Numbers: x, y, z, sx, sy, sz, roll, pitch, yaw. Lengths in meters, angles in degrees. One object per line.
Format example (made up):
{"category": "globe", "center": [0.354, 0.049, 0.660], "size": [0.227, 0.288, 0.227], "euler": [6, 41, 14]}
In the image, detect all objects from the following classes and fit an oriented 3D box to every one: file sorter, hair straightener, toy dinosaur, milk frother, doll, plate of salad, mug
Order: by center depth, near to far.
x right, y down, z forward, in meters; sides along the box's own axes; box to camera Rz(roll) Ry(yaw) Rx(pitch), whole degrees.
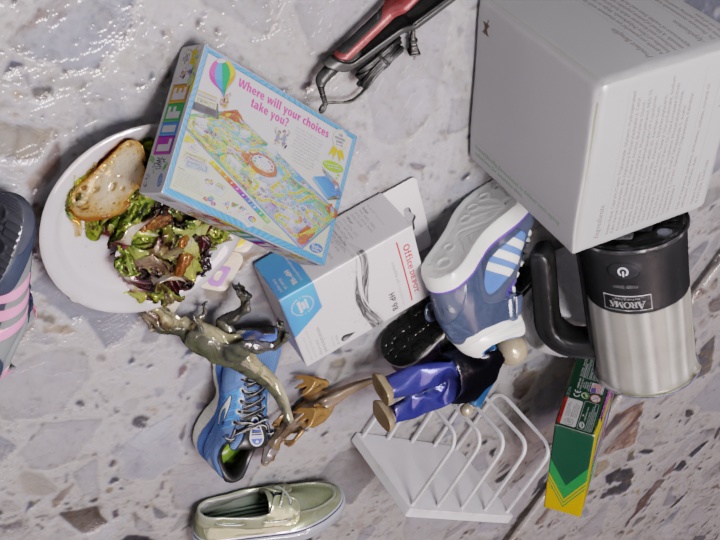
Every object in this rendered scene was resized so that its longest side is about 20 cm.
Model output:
{"category": "plate of salad", "center": [-0.188, -0.038, 0.950], "size": [0.200, 0.048, 0.200], "euler": [-20, 132, -23]}
{"category": "hair straightener", "center": [0.036, -0.214, 0.980], "size": [0.200, 0.041, 0.077], "euler": [-46, 138, 0]}
{"category": "toy dinosaur", "center": [-0.124, 0.071, 1.067], "size": [0.200, 0.047, 0.088], "euler": [37, 103, -18]}
{"category": "milk frother", "center": [0.300, 0.001, 1.163], "size": [0.200, 0.180, 0.189], "euler": [-39, 128, -36]}
{"category": "doll", "center": [0.111, 0.118, 1.221], "size": [0.200, 0.048, 0.137], "euler": [-18, 127, -22]}
{"category": "toy dinosaur", "center": [-0.045, 0.156, 1.244], "size": [0.200, 0.060, 0.106], "euler": [-31, 161, -2]}
{"category": "mug", "center": [0.282, 0.047, 1.313], "size": [0.175, 0.148, 0.200], "euler": [-13, 152, -16]}
{"category": "file sorter", "center": [0.121, 0.226, 1.347], "size": [0.200, 0.139, 0.125], "euler": [15, 113, -42]}

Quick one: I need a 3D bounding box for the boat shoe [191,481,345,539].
{"category": "boat shoe", "center": [-0.109, 0.298, 1.295], "size": [0.200, 0.072, 0.062], "euler": [-12, 134, -23]}

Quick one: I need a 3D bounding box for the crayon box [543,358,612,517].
{"category": "crayon box", "center": [0.305, 0.201, 1.430], "size": [0.200, 0.058, 0.173], "euler": [-59, 157, -44]}

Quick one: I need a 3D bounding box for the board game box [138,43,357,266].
{"category": "board game box", "center": [-0.094, -0.097, 0.947], "size": [0.200, 0.034, 0.135], "euler": [26, 75, -44]}

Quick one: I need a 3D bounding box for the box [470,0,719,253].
{"category": "box", "center": [0.233, -0.166, 1.043], "size": [0.171, 0.199, 0.200], "euler": [-18, 134, -21]}

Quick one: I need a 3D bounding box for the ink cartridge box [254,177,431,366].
{"category": "ink cartridge box", "center": [0.000, 0.000, 1.120], "size": [0.200, 0.067, 0.116], "euler": [-30, 137, -11]}

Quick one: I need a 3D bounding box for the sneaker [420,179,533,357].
{"category": "sneaker", "center": [0.151, 0.002, 1.167], "size": [0.200, 0.080, 0.147], "euler": [-49, 127, -30]}

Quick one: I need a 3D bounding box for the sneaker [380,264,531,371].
{"category": "sneaker", "center": [0.121, 0.059, 1.262], "size": [0.200, 0.076, 0.088], "euler": [-33, 145, 5]}

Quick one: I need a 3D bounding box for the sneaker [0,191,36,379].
{"category": "sneaker", "center": [-0.318, 0.017, 0.928], "size": [0.082, 0.070, 0.200], "euler": [-8, 132, -57]}

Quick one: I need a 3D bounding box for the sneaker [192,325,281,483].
{"category": "sneaker", "center": [-0.121, 0.148, 1.146], "size": [0.078, 0.089, 0.200], "euler": [-2, 124, -34]}

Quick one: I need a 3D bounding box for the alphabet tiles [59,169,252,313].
{"category": "alphabet tiles", "center": [-0.187, -0.038, 0.997], "size": [0.200, 0.015, 0.196], "euler": [15, 116, -42]}
